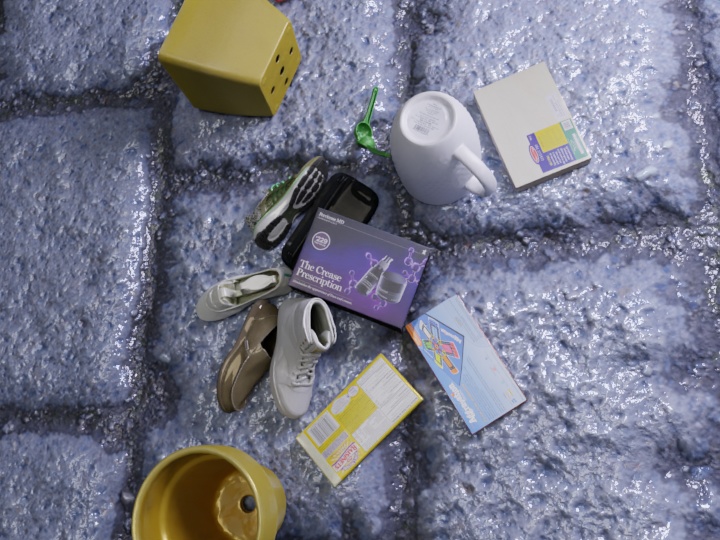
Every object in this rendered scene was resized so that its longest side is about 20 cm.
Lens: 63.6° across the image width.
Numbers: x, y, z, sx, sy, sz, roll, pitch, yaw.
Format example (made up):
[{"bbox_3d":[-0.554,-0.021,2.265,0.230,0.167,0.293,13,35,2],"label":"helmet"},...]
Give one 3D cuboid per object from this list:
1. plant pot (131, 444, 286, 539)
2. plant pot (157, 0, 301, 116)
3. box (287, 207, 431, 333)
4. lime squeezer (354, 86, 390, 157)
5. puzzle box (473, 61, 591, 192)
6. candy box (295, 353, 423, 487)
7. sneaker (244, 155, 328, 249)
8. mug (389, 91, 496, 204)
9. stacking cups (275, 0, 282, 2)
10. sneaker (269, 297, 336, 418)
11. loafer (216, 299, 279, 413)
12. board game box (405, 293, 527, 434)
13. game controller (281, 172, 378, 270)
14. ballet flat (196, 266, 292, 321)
[{"bbox_3d":[-0.204,0.365,0.877,0.199,0.189,0.202,-3,76,14],"label":"plant pot"},{"bbox_3d":[-0.223,-0.402,1.084,0.175,0.200,0.201,23,82,6],"label":"plant pot"},{"bbox_3d":[0.000,0.000,0.961,0.199,0.079,0.142,20,80,7],"label":"box"},{"bbox_3d":[0.021,-0.243,1.037,0.070,0.038,0.201,-30,43,25],"label":"lime squeezer"},{"bbox_3d":[0.290,-0.246,0.994,0.132,0.025,0.201,-21,72,8],"label":"puzzle box"},{"bbox_3d":[-0.002,0.242,0.944,0.200,0.026,0.102,-44,73,0],"label":"candy box"},{"bbox_3d":[-0.142,-0.139,1.055,0.088,0.077,0.200,39,86,28],"label":"sneaker"},{"bbox_3d":[0.138,-0.189,0.938,0.200,0.175,0.148,42,89,19],"label":"mug"},{"bbox_3d":[-0.087,-0.601,1.166,0.199,0.060,0.061,-18,73,13],"label":"stacking cups"},{"bbox_3d":[-0.092,0.142,0.934,0.115,0.073,0.202,-9,80,57],"label":"sneaker"},{"bbox_3d":[-0.182,0.149,0.986,0.067,0.076,0.201,15,80,23],"label":"loafer"},{"bbox_3d":[0.166,0.147,0.929,0.103,0.019,0.201,-32,71,3],"label":"board game box"},{"bbox_3d":[-0.054,-0.076,1.037,0.104,0.042,0.201,34,86,5],"label":"game controller"},{"bbox_3d":[-0.214,0.035,1.028,0.199,0.069,0.070,-18,73,10],"label":"ballet flat"}]
